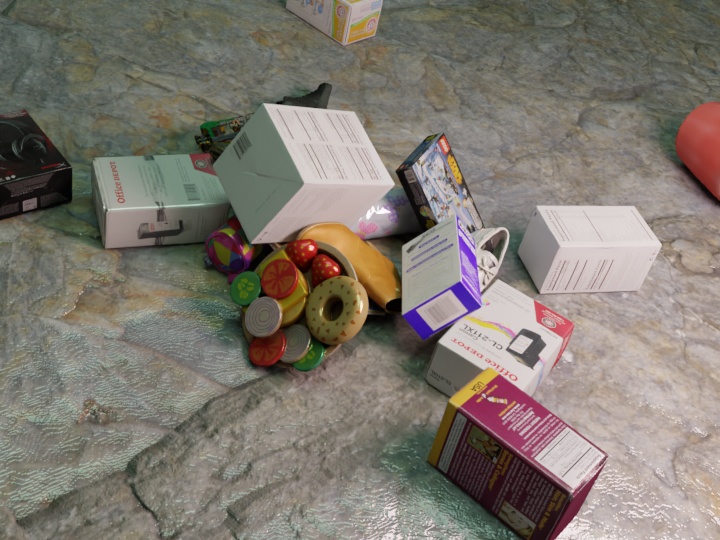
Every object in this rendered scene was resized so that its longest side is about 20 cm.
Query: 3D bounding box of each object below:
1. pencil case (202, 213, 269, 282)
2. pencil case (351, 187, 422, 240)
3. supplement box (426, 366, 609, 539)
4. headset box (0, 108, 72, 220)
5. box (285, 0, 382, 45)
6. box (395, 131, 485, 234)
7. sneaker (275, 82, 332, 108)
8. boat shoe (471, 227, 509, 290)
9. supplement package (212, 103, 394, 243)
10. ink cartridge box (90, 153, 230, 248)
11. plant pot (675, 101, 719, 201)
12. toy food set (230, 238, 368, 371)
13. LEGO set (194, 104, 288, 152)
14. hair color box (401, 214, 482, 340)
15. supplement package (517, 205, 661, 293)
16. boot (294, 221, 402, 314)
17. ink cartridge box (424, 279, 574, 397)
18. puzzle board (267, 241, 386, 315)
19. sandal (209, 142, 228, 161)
[{"bbox_3d":[-0.171,-0.067,1.582,0.088,0.089,0.200,26,42,14],"label":"pencil case"},{"bbox_3d":[0.032,-0.100,1.674,0.199,0.091,0.083,-10,45,-26],"label":"pencil case"},{"bbox_3d":[0.204,0.247,1.289,0.200,0.131,0.103,37,44,24],"label":"supplement box"},{"bbox_3d":[-0.582,-0.178,1.589,0.148,0.077,0.200,-20,52,-34],"label":"headset box"},{"bbox_3d":[-0.060,-0.615,2.237,0.200,0.102,0.112,39,46,27],"label":"box"},{"bbox_3d":[0.140,-0.116,1.660,0.040,0.201,0.137,-11,24,36],"label":"box"},{"bbox_3d":[-0.119,-0.317,1.904,0.104,0.060,0.200,15,43,-6],"label":"sneaker"},{"bbox_3d":[0.196,-0.006,1.610,0.072,0.066,0.200,57,41,-15],"label":"boat shoe"},{"bbox_3d":[-0.088,-0.148,1.507,0.200,0.152,0.151,-5,60,-48],"label":"supplement package"},{"bbox_3d":[-0.328,-0.115,1.586,0.199,0.085,0.146,-3,42,-23],"label":"ink cartridge box"},{"bbox_3d":[0.761,-0.249,2.007,0.200,0.201,0.177,-7,33,-24],"label":"plant pot"},{"bbox_3d":[-0.092,0.050,1.415,0.200,0.198,0.049,58,11,27],"label":"toy food set"},{"bbox_3d":[-0.189,-0.208,1.742,0.199,0.116,0.154,-19,29,-17],"label":"LEGO set"},{"bbox_3d":[0.123,0.007,1.512,0.065,0.109,0.200,48,23,-26],"label":"hair color box"},{"bbox_3d":[0.395,-0.038,1.695,0.199,0.110,0.114,-1,42,-18],"label":"supplement package"},{"bbox_3d":[0.000,0.001,1.517,0.201,0.071,0.144,14,31,-49],"label":"boot"},{"bbox_3d":[0.212,0.122,1.474,0.145,0.083,0.200,31,42,18],"label":"ink cartridge box"},{"bbox_3d":[-0.064,0.003,1.530,0.200,0.017,0.150,46,19,29],"label":"puzzle board"},{"bbox_3d":[-0.158,-0.179,1.648,0.199,0.082,0.055,23,74,-19],"label":"sandal"}]
